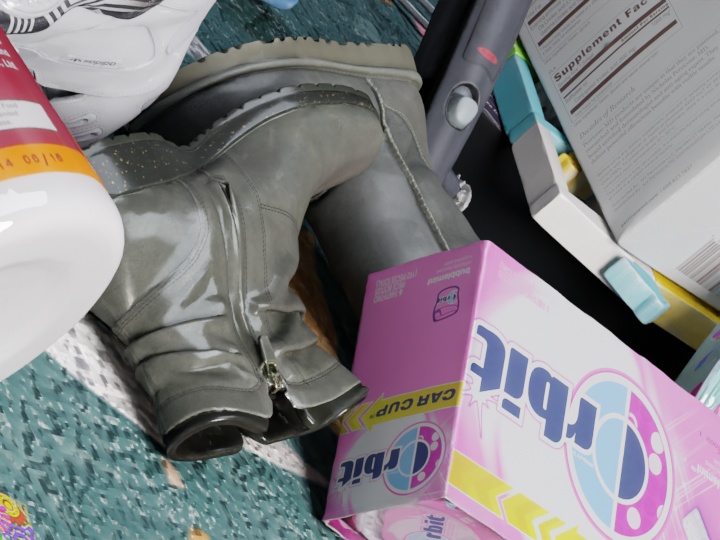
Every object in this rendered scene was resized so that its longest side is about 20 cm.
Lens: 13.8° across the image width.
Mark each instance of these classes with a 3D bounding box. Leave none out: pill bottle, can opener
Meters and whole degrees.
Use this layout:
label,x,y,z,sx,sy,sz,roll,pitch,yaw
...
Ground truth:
label,x,y,z,sx,sy,sz,roll,pitch,yaw
pill bottle,-0.168,-0.060,0.925,0.200,0.113,0.113,56,19,19
can opener,0.043,-0.098,1.408,0.063,0.200,0.079,7,-31,50

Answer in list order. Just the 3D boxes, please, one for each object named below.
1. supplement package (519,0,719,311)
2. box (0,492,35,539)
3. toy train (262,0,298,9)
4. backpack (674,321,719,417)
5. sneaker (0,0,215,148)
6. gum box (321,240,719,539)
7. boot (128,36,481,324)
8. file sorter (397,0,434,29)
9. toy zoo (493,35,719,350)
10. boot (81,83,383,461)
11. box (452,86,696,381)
label,x,y,z,sx,sy,sz,roll,pitch,yaw
supplement package,0.165,-0.093,1.462,0.114,0.110,0.200,31,27,-41
box,-0.159,0.111,0.592,0.200,0.122,0.193,34,23,-40
toy train,-0.062,-0.217,1.541,0.114,0.087,0.200,34,23,-24
backpack,0.198,0.108,1.359,0.153,0.176,0.200,30,22,-5
sneaker,-0.135,-0.096,1.145,0.200,0.115,0.075,-14,59,-32
gum box,0.081,0.088,1.211,0.200,0.066,0.114,35,52,-37
boot,0.001,-0.001,1.287,0.182,0.073,0.200,-8,74,-42
file sorter,0.095,-0.191,1.659,0.125,0.139,0.200,46,-7,3
toy zoo,0.122,-0.038,1.466,0.131,0.020,0.200,37,24,-31
boot,-0.038,0.005,1.156,0.200,0.068,0.131,-20,73,-50
box,0.093,-0.023,1.526,0.200,0.079,0.141,48,15,-5
